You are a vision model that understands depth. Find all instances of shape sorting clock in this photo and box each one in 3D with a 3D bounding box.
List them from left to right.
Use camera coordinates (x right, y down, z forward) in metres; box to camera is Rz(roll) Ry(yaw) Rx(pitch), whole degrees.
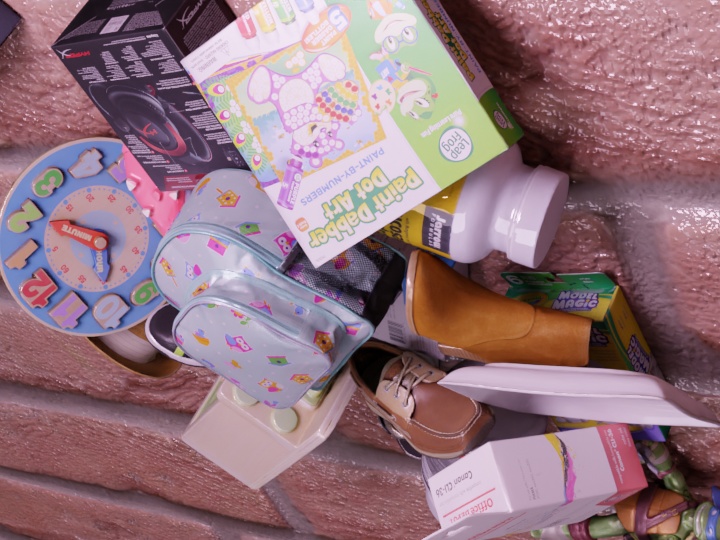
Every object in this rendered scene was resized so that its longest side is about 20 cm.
[{"bbox_3d":[-0.259,-0.031,1.459,0.200,0.200,0.039,49,174,-28],"label":"shape sorting clock"}]

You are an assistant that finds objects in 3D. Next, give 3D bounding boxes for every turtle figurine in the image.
[{"bbox_3d":[0.245,0.230,1.449,0.193,0.199,0.145,4,111,44],"label":"turtle figurine"}]

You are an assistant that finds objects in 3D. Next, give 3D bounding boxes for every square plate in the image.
[{"bbox_3d":[0.194,0.107,1.277,0.197,0.029,0.200,2,169,28],"label":"square plate"}]

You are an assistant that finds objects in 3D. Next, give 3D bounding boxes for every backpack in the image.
[{"bbox_3d":[-0.086,0.014,1.294,0.200,0.154,0.176,38,149,-3],"label":"backpack"}]

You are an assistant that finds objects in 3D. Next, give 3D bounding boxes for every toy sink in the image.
[{"bbox_3d":[-0.089,0.124,1.546,0.112,0.131,0.200,36,147,-8],"label":"toy sink"}]

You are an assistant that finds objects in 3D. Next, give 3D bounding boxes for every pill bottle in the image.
[{"bbox_3d":[0.064,-0.072,1.213,0.199,0.112,0.112,20,146,16],"label":"pill bottle"},{"bbox_3d":[0.122,0.184,1.512,0.115,0.116,0.200,23,148,12],"label":"pill bottle"}]

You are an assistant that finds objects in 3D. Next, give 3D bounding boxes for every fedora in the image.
[{"bbox_3d":[-0.244,0.018,1.573,0.082,0.201,0.200,-40,110,20],"label":"fedora"}]

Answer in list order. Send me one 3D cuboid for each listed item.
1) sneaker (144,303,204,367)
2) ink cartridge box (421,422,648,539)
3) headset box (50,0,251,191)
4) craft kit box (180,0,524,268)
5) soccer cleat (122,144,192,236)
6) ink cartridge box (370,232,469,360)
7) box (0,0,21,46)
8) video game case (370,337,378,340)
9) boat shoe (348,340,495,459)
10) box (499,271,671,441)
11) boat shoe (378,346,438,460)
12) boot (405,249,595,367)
[{"bbox_3d":[-0.119,0.053,1.463,0.199,0.072,0.083,8,147,9],"label":"sneaker"},{"bbox_3d":[0.145,0.196,1.347,0.199,0.068,0.116,-4,157,-31],"label":"ink cartridge box"},{"bbox_3d":[-0.153,-0.152,1.311,0.148,0.075,0.200,-1,136,40],"label":"headset box"},{"bbox_3d":[-0.009,-0.132,1.134,0.200,0.049,0.198,-32,97,30],"label":"craft kit box"},{"bbox_3d":[-0.173,-0.067,1.455,0.066,0.077,0.201,-14,109,26],"label":"soccer cleat"},{"bbox_3d":[0.000,0.000,1.403,0.199,0.068,0.116,18,145,19],"label":"ink cartridge box"},{"bbox_3d":[-0.441,-0.220,1.423,0.148,0.105,0.200,42,145,-17],"label":"box"},{"bbox_3d":[-0.090,0.055,1.592,0.182,0.022,0.200,39,147,-12],"label":"video game case"},{"bbox_3d":[0.046,0.116,1.388,0.074,0.076,0.200,48,165,-29],"label":"boat shoe"},{"bbox_3d":[0.206,0.077,1.364,0.117,0.048,0.200,0,135,37],"label":"box"},{"bbox_3d":[0.050,0.149,1.568,0.072,0.065,0.201,18,146,16],"label":"boat shoe"},{"bbox_3d":[0.123,0.038,1.251,0.143,0.071,0.201,5,161,19],"label":"boot"}]
